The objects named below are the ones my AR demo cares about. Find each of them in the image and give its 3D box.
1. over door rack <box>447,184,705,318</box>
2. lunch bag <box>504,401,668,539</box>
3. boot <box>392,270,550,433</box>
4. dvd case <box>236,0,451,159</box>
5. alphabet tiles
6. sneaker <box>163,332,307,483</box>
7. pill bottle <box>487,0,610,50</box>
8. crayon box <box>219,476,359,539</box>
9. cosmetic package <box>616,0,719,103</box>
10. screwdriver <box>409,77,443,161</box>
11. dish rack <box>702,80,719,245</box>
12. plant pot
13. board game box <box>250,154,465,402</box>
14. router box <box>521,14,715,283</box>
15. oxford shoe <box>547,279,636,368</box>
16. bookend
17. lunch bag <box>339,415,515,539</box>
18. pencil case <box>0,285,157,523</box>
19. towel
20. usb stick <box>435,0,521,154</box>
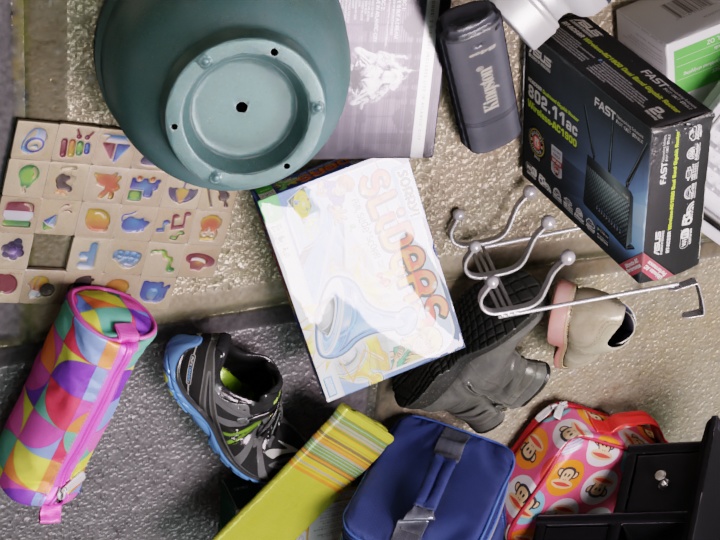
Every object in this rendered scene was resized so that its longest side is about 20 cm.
[{"bbox_3d":[0.188,-0.018,1.457,0.199,0.148,0.067,0,117,-9],"label":"over door rack"},{"bbox_3d":[0.242,0.216,1.714,0.199,0.082,0.177,20,111,-35],"label":"lunch bag"},{"bbox_3d":[0.134,0.077,1.565,0.130,0.068,0.200,18,134,-38],"label":"boot"},{"bbox_3d":[-0.030,-0.160,1.334,0.199,0.016,0.149,-2,118,-13],"label":"dvd case"},{"bbox_3d":[-0.201,-0.042,1.365,0.199,0.008,0.168,3,120,-28],"label":"alphabet tiles"},{"bbox_3d":[-0.097,0.124,1.477,0.082,0.071,0.200,-14,134,26],"label":"sneaker"},{"bbox_3d":[0.182,-0.275,1.324,0.200,0.111,0.111,-44,130,8],"label":"pill bottle"},{"bbox_3d":[-0.073,0.282,1.624,0.125,0.052,0.201,-9,125,-21],"label":"crayon box"},{"bbox_3d":[0.297,-0.150,1.486,0.107,0.085,0.201,-24,129,-14],"label":"cosmetic package"},{"bbox_3d":[0.036,-0.078,1.450,0.029,0.028,0.201,7,114,-49],"label":"screwdriver"},{"bbox_3d":[0.350,-0.121,1.451,0.171,0.044,0.200,28,103,-42],"label":"dish rack"},{"bbox_3d":[-0.095,-0.140,1.242,0.199,0.134,0.201,-6,120,-10],"label":"plant pot"},{"bbox_3d":[0.000,0.000,1.437,0.135,0.034,0.201,-22,114,-7],"label":"board game box"},{"bbox_3d":[0.210,-0.105,1.395,0.062,0.200,0.150,-17,128,-20],"label":"router box"},{"bbox_3d":[0.219,0.060,1.549,0.200,0.073,0.071,37,64,-74],"label":"oxford shoe"},{"bbox_3d":[0.258,0.254,1.627,0.198,0.201,0.092,-6,135,34],"label":"bookend"},{"bbox_3d":[0.058,0.238,1.555,0.135,0.200,0.133,14,129,14],"label":"lunch bag"},{"bbox_3d":[-0.242,0.110,1.396,0.088,0.088,0.201,10,119,-31],"label":"pencil case"},{"bbox_3d":[-0.061,0.205,1.524,0.200,0.018,0.086,-46,138,6],"label":"towel"},{"bbox_3d":[0.099,-0.156,1.369,0.055,0.033,0.200,-17,153,3],"label":"usb stick"}]
